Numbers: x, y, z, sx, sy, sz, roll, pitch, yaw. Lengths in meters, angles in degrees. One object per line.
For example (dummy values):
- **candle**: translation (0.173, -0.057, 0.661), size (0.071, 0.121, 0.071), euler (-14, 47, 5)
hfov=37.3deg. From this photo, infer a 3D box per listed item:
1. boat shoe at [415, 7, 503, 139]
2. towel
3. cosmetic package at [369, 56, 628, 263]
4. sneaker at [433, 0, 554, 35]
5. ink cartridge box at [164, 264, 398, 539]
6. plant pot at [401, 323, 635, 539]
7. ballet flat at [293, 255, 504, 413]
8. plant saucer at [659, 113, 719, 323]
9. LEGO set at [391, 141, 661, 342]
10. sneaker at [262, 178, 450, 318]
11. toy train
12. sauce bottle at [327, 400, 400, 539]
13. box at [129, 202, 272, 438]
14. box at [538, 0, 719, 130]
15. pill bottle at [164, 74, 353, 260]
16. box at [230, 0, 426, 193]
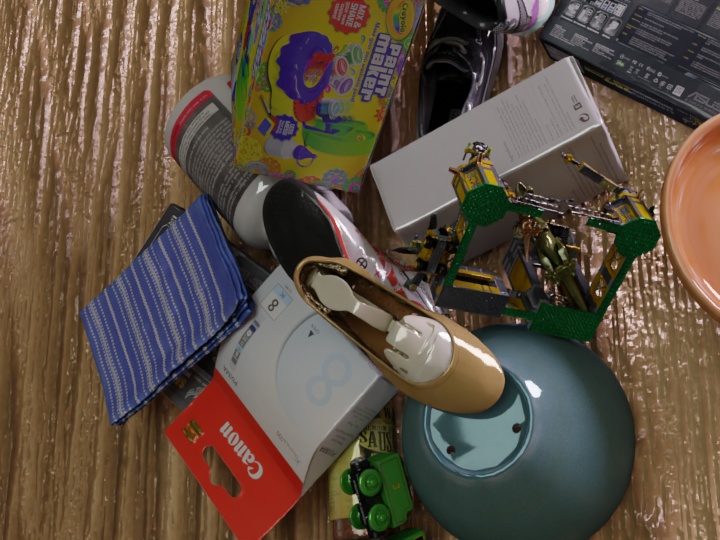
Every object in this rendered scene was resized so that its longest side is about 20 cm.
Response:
- **boat shoe**: translation (0.088, -0.191, 1.015), size (0.071, 0.068, 0.202), euler (5, 74, 24)
- **towel**: translation (-0.191, 0.037, 1.019), size (0.200, 0.024, 0.146), euler (-40, 55, 21)
- **cosmetic package**: translation (0.123, -0.087, 0.945), size (0.199, 0.113, 0.082), euler (-25, 60, 13)
- **sneaker**: translation (0.078, -0.286, 0.922), size (0.200, 0.140, 0.078), euler (50, 125, 8)
- **ink cartridge box**: translation (-0.084, 0.119, 0.950), size (0.200, 0.047, 0.160), euler (-47, 55, 3)
- **plant pot**: translation (0.115, 0.131, 0.875), size (0.198, 0.135, 0.202), euler (-7, 72, 21)
- **ballet flat**: translation (0.021, 0.048, 0.833), size (0.199, 0.063, 0.069), euler (30, 90, 33)
- **plant saucer**: translation (0.328, -0.032, 0.843), size (0.198, 0.037, 0.202), euler (2, 72, -8)
- **LEGO set**: translation (0.133, -0.035, 0.878), size (0.198, 0.155, 0.116), euler (4, 34, -11)
- **sneaker**: translation (0.000, 0.001, 0.957), size (0.067, 0.108, 0.202), euler (-46, 77, 20)
- **toy train**: translation (0.033, 0.249, 0.893), size (0.042, 0.056, 0.202), euler (-12, 94, 54)
- **sauce bottle**: translation (-0.001, 0.140, 0.961), size (0.065, 0.066, 0.202), euler (-11, 73, 20)
- **box**: translation (-0.155, 0.050, 1.065), size (0.199, 0.048, 0.159), euler (33, 91, 27)
- **box**: translation (0.283, -0.225, 0.950), size (0.199, 0.051, 0.158), euler (33, 90, 29)
- **pill bottle**: translation (-0.097, -0.092, 1.045), size (0.111, 0.111, 0.200), euler (-45, 63, 6)
- **box**: translation (-0.037, -0.214, 0.957), size (0.193, 0.121, 0.201), euler (-100, 25, -50)
